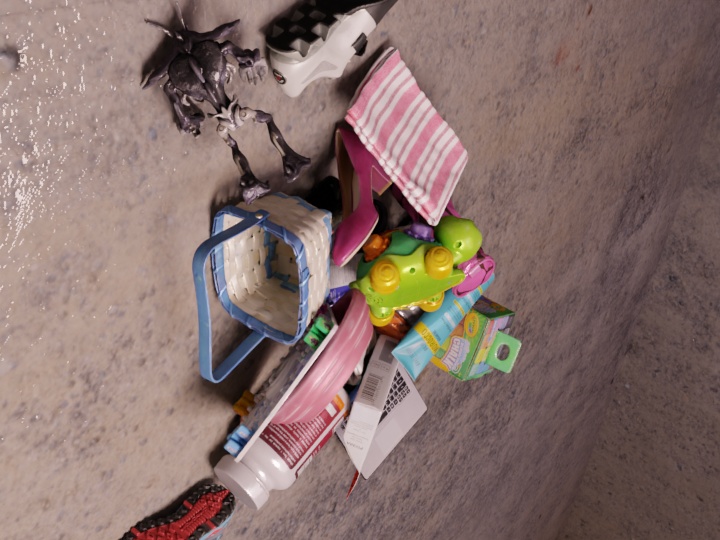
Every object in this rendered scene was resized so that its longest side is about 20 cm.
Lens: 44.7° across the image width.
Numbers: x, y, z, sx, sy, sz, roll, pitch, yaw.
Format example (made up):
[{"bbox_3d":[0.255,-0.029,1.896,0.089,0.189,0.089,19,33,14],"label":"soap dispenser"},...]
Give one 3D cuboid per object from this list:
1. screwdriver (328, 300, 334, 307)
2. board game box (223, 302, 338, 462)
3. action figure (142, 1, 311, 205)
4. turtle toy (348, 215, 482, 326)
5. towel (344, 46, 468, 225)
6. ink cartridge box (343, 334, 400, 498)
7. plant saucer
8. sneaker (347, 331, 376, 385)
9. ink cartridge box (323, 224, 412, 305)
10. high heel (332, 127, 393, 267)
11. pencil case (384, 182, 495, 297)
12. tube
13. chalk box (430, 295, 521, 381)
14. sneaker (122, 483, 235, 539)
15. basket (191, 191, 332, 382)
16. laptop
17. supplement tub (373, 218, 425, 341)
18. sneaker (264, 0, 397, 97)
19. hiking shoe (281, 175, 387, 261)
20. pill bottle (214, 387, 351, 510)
[{"bbox_3d":[-0.023,0.038,1.243,0.198,0.029,0.028,-35,134,-3],"label":"screwdriver"},{"bbox_3d":[-0.103,0.130,1.124,0.201,0.026,0.200,-54,-173,1],"label":"board game box"},{"bbox_3d":[-0.138,-0.170,0.881,0.118,0.102,0.202,-32,106,1],"label":"action figure"},{"bbox_3d":[0.075,-0.011,1.181,0.197,0.102,0.146,-16,156,-10],"label":"turtle toy"},{"bbox_3d":[0.068,-0.175,1.148,0.200,0.030,0.147,49,48,-24],"label":"towel"},{"bbox_3d":[0.006,0.223,1.341,0.161,0.047,0.202,-66,176,-54],"label":"ink cartridge box"},{"bbox_3d":[-0.047,0.117,1.122,0.201,0.051,0.201,-52,-171,11],"label":"plant saucer"},{"bbox_3d":[-0.018,0.129,1.309,0.075,0.089,0.199,-36,165,16],"label":"sneaker"},{"bbox_3d":[0.000,0.000,1.255,0.196,0.039,0.101,-14,133,-13],"label":"ink cartridge box"},{"bbox_3d":[-0.019,-0.095,1.087,0.067,0.095,0.202,-40,-160,50],"label":"high heel"},{"bbox_3d":[0.121,-0.064,1.292,0.090,0.202,0.094,-28,163,-15],"label":"pencil case"},{"bbox_3d":[0.124,0.069,1.323,0.201,0.050,0.078,-50,126,-14],"label":"tube"},{"bbox_3d":[0.184,0.109,1.539,0.123,0.198,0.126,-3,117,-57],"label":"chalk box"},{"bbox_3d":[-0.248,0.378,1.180,0.199,0.079,0.097,-25,141,-42],"label":"sneaker"},{"bbox_3d":[-0.121,0.013,1.015,0.200,0.137,0.179,-44,147,-50],"label":"basket"},{"bbox_3d":[0.049,0.225,1.494,0.187,0.115,0.202,-42,112,-31],"label":"laptop"},{"bbox_3d":[0.089,0.009,1.381,0.201,0.121,0.123,-53,150,-16],"label":"supplement tub"},{"bbox_3d":[-0.029,-0.273,1.011,0.199,0.074,0.089,-39,149,-24],"label":"sneaker"},{"bbox_3d":[-0.024,-0.076,1.170,0.199,0.075,0.102,-25,137,-47],"label":"hiking shoe"},{"bbox_3d":[-0.112,0.233,1.248,0.200,0.112,0.114,-47,148,-26],"label":"pill bottle"}]
